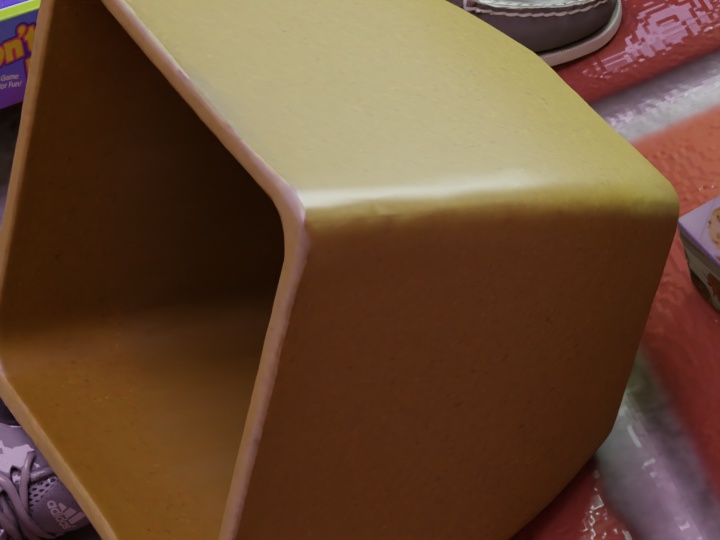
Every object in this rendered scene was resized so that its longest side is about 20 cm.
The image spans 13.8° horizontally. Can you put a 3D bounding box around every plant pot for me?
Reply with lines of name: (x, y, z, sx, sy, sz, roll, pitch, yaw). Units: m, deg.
plant pot: (0.000, 0.000, 1.101, 0.199, 0.195, 0.196, -7, 37, -30)

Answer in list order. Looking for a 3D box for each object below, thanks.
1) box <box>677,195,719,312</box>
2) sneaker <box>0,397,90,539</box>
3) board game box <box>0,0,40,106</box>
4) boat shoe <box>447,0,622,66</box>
box: (0.189, 0.038, 1.112, 0.041, 0.039, 0.200, -30, 46, -9)
sneaker: (-0.148, 0.104, 1.142, 0.115, 0.075, 0.200, -4, 46, 12)
board game box: (-0.174, -0.127, 1.330, 0.200, 0.045, 0.134, -22, 42, -31)
boat shoe: (0.016, -0.134, 1.283, 0.201, 0.060, 0.072, 7, 51, -2)
